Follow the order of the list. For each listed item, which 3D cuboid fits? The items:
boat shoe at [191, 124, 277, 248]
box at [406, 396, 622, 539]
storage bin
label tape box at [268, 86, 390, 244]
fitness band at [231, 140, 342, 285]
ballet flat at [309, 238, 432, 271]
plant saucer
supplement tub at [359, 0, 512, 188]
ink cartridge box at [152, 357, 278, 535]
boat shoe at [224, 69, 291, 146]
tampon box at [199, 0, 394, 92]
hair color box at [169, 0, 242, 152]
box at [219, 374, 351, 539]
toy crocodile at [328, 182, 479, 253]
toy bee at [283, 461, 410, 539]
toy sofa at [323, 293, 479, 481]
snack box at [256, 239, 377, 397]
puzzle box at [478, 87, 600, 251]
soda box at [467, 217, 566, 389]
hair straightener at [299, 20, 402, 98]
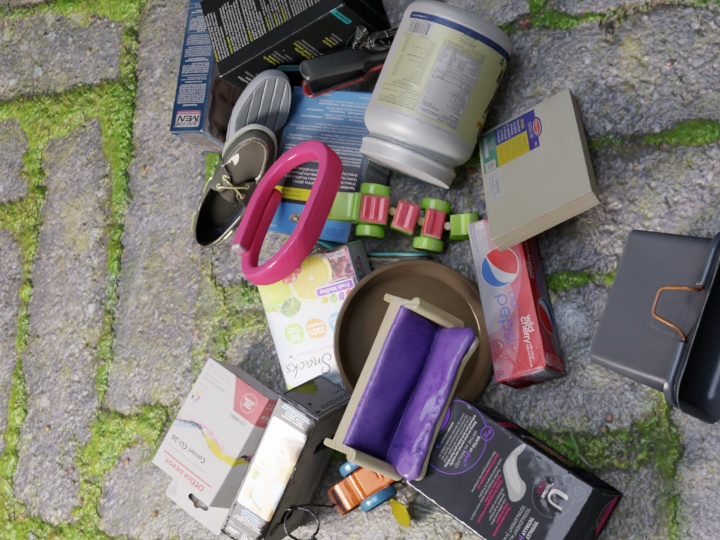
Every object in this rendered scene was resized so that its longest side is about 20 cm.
[{"bbox_3d":[-0.169,-0.109,1.814,0.202,0.072,0.060,-54,14,39],"label":"boat shoe"},{"bbox_3d":[0.174,0.248,1.550,0.199,0.106,0.123,33,94,32],"label":"box"},{"bbox_3d":[0.339,0.048,1.496,0.134,0.145,0.201,15,85,42],"label":"storage bin"},{"bbox_3d":[-0.038,-0.134,1.791,0.143,0.063,0.202,10,83,32],"label":"label tape box"},{"bbox_3d":[-0.092,-0.074,1.703,0.143,0.037,0.201,-13,49,48],"label":"fitness band"},{"bbox_3d":[0.000,0.000,1.741,0.199,0.068,0.076,12,98,29],"label":"ballet flat"},{"bbox_3d":[0.065,0.087,1.646,0.198,0.029,0.202,0,87,-4],"label":"plant saucer"},{"bbox_3d":[0.090,-0.217,1.691,0.144,0.145,0.201,21,89,32],"label":"supplement tub"},{"bbox_3d":[-0.190,0.232,1.784,0.116,0.067,0.201,30,93,32],"label":"ink cartridge box"},{"bbox_3d":[-0.150,-0.198,1.827,0.201,0.073,0.067,-61,33,36],"label":"boat shoe"},{"bbox_3d":[-0.083,-0.328,1.814,0.199,0.150,0.127,-26,66,22],"label":"tampon box"},{"bbox_3d":[-0.202,-0.274,1.898,0.060,0.100,0.202,2,79,28],"label":"hair color box"},{"bbox_3d":[-0.087,0.236,1.665,0.060,0.117,0.201,30,110,17],"label":"box"},{"bbox_3d":[0.051,-0.067,1.696,0.198,0.062,0.068,12,84,1],"label":"toy crocodile"},{"bbox_3d":[0.000,0.255,1.660,0.198,0.109,0.132,-10,77,-3],"label":"toy bee"},{"bbox_3d":[0.048,0.134,1.562,0.097,0.083,0.201,15,80,53],"label":"toy sofa"},{"bbox_3d":[-0.038,0.078,1.709,0.141,0.053,0.201,-16,92,27],"label":"snack box"},{"bbox_3d":[0.209,-0.122,1.618,0.132,0.025,0.201,-27,38,22],"label":"puzzle box"},{"bbox_3d":[0.184,0.034,1.623,0.070,0.063,0.201,-18,69,24],"label":"soda box"},{"bbox_3d":[0.017,-0.281,1.757,0.198,0.077,0.041,-15,58,-3],"label":"hair straightener"}]
